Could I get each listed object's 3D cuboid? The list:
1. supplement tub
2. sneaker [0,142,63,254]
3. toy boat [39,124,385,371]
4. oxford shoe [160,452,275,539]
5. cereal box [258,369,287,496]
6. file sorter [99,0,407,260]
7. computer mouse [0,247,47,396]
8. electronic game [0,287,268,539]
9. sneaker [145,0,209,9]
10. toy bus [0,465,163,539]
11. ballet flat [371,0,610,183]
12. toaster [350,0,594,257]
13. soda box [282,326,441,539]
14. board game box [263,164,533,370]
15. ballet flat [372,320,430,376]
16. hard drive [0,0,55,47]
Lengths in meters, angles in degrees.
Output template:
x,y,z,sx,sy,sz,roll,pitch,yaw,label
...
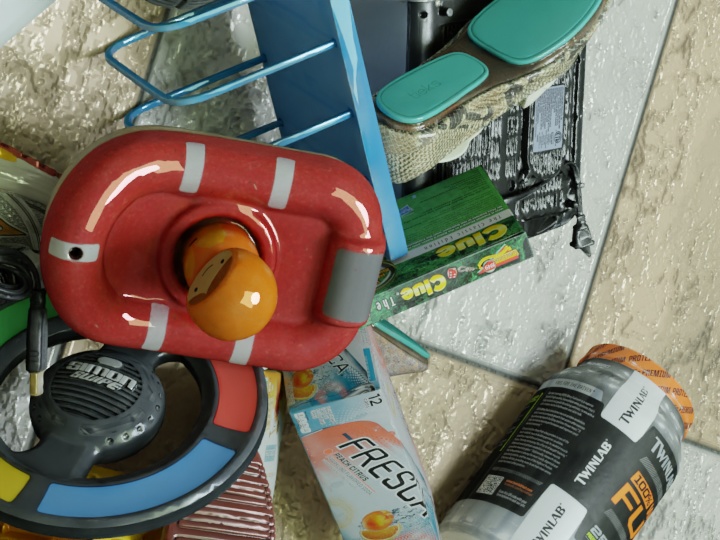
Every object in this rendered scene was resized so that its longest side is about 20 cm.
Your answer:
x,y,z,sx,sy,sz,roll,pitch,yaw,label
0.154,0.157,1.939,0.200,0.122,0.123,-52,133,-24,supplement tub
-0.227,-0.038,1.518,0.200,0.078,0.082,29,83,-38,sneaker
-0.080,-0.002,1.487,0.199,0.131,0.131,9,108,-14,toy boat
-0.099,0.193,1.574,0.070,0.075,0.201,15,67,-22,oxford shoe
-0.083,0.161,1.680,0.144,0.039,0.201,23,74,-84,cereal box
-0.073,-0.096,1.604,0.122,0.139,0.201,-24,119,-18,file sorter
-0.235,0.078,1.463,0.140,0.046,0.201,3,85,-46,computer mouse
-0.153,0.077,1.534,0.200,0.200,0.042,-38,145,-34,electronic game
-0.163,-0.215,1.486,0.199,0.087,0.075,24,124,-24,sneaker
-0.174,0.212,1.611,0.192,0.135,0.201,-19,117,-61,toy bus
0.078,-0.118,1.659,0.200,0.068,0.075,-37,147,-29,ballet flat
0.062,-0.102,1.771,0.180,0.118,0.201,-12,109,-44,toaster
0.002,0.120,1.760,0.200,0.063,0.069,69,8,-48,soda box
0.000,0.000,1.636,0.199,0.105,0.024,-22,117,-2,board game box
-0.034,0.036,1.757,0.200,0.068,0.067,37,90,-39,ballet flat
-0.208,-0.208,1.520,0.200,0.026,0.132,-46,130,-30,hard drive
